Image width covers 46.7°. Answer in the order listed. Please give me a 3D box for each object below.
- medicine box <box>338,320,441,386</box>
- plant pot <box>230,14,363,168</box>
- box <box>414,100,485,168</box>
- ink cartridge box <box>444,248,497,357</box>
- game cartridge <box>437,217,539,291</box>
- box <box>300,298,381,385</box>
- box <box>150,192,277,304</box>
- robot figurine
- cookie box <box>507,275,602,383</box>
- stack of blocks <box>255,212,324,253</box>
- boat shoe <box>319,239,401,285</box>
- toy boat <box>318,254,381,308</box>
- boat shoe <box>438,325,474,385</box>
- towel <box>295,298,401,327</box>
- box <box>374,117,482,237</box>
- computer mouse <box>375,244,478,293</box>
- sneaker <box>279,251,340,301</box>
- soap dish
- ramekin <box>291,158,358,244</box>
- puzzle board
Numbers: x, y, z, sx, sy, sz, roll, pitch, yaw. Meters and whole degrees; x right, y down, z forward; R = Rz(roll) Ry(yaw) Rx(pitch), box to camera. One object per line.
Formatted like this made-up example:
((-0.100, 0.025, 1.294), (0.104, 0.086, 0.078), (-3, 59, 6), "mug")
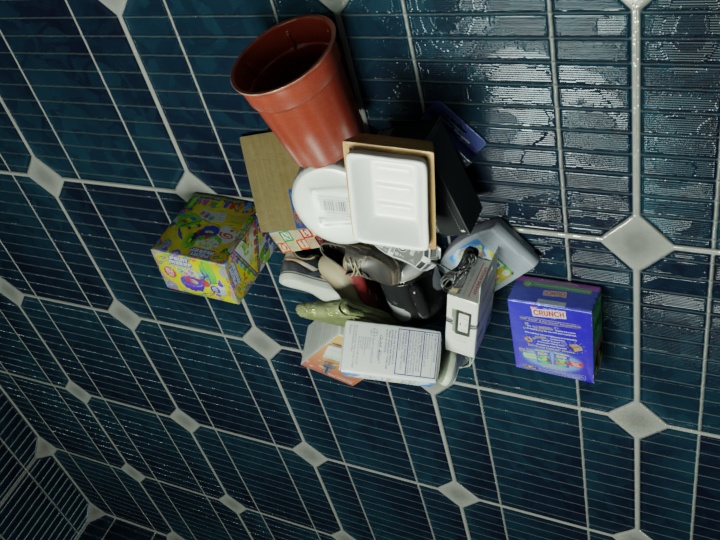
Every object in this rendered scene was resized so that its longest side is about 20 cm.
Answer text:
((0.061, 0.173, 1.710), (0.195, 0.106, 0.182), (7, 170, 3), "medicine box")
((-0.094, -0.300, 1.451), (0.197, 0.204, 0.197), (2, 143, 31), "plant pot")
((0.125, -0.209, 1.516), (0.120, 0.033, 0.200), (39, 140, -9), "box")
((0.214, 0.056, 1.618), (0.066, 0.117, 0.203), (16, 138, 17), "ink cartridge box")
((0.241, -0.021, 1.639), (0.133, 0.041, 0.200), (42, 141, -7), "game cartridge")
((-0.025, 0.165, 1.928), (0.150, 0.108, 0.200), (23, 145, -20), "box")
((-0.321, -0.053, 1.852), (0.196, 0.194, 0.124), (11, 139, 24), "box")
((0.104, 0.020, 1.678), (0.148, 0.125, 0.203), (16, 140, 42), "robot figurine")
((0.389, 0.116, 1.652), (0.168, 0.076, 0.203), (10, 137, 26), "cookie box")
((-0.111, -0.110, 1.758), (0.197, 0.059, 0.116), (-8, 127, 39), "stack of blocks")
((-0.003, -0.014, 1.598), (0.198, 0.073, 0.076), (27, 134, 42), "boat shoe")
((0.000, 0.000, 1.760), (0.131, 0.131, 0.200), (47, -176, 21), "toy boat")
((0.209, 0.160, 1.725), (0.070, 0.203, 0.071), (24, 136, -7), "boat shoe")
((-0.024, 0.091, 1.717), (0.146, 0.037, 0.198), (-4, 166, 42), "towel")
((0.113, -0.158, 1.489), (0.139, 0.079, 0.202), (-1, 132, 40), "box")
((0.113, -0.041, 1.522), (0.197, 0.044, 0.111), (29, 135, 4), "computer mouse")
((-0.090, 0.013, 1.873), (0.197, 0.081, 0.078), (23, 149, -33), "sneaker")
((0.056, -0.135, 1.408), (0.153, 0.082, 0.203), (9, 134, 16), "soap dish")
((-0.034, -0.147, 1.563), (0.196, 0.099, 0.204), (11, 133, 12), "ramekin")
((-0.167, -0.180, 1.697), (0.148, 0.017, 0.205), (-1, 108, 36), "puzzle board")
